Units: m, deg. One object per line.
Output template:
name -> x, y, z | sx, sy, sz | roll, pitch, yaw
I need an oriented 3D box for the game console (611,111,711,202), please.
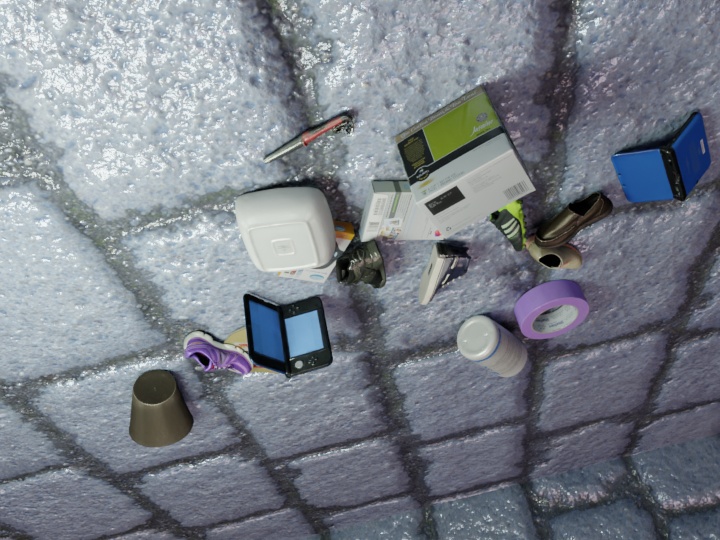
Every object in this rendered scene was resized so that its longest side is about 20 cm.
game console -> 0.689, -0.253, 1.520 | 0.171, 0.118, 0.200 | -51, 138, -3

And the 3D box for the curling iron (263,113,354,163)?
curling iron -> -0.098, -0.247, 1.277 | 0.199, 0.026, 0.050 | -22, 138, 12

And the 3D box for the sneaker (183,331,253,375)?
sneaker -> -0.373, 0.235, 1.731 | 0.199, 0.084, 0.081 | 28, 131, -29

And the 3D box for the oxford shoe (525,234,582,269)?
oxford shoe -> 0.499, -0.028, 1.696 | 0.199, 0.074, 0.071 | 15, 134, -31

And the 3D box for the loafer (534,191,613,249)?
loafer -> 0.496, -0.127, 1.583 | 0.199, 0.073, 0.071 | -35, 133, 12

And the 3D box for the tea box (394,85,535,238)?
tea box -> 0.196, -0.207, 1.278 | 0.199, 0.198, 0.134 | -28, 140, 19

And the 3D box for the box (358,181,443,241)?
box -> 0.107, -0.130, 1.476 | 0.199, 0.041, 0.156 | -2, 141, -13

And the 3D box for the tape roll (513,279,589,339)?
tape roll -> 0.542, 0.113, 1.895 | 0.199, 0.066, 0.201 | -9, 141, -7

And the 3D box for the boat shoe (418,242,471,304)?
boat shoe -> 0.210, 0.016, 1.660 | 0.092, 0.075, 0.201 | 5, 139, -11

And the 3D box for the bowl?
bowl -> -0.156, -0.072, 1.399 | 0.199, 0.075, 0.200 | -6, 135, 6

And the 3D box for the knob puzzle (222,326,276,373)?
knob puzzle -> -0.271, 0.202, 1.774 | 0.218, 0.031, 0.220 | 2, 136, 2

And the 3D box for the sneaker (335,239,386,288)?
sneaker -> 0.000, 0.000, 1.552 | 0.114, 0.077, 0.200 | -20, 161, 1

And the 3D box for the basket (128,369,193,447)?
basket -> -0.559, 0.376, 1.837 | 0.179, 0.136, 0.201 | -7, 138, -15

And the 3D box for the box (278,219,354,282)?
box -> -0.109, -0.038, 1.525 | 0.118, 0.042, 0.200 | 9, 135, -26

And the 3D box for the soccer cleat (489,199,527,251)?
soccer cleat -> 0.346, -0.114, 1.560 | 0.081, 0.068, 0.200 | -4, 144, 18

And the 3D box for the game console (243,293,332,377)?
game console -> -0.173, 0.138, 1.583 | 0.170, 0.201, 0.119 | -17, 143, 3

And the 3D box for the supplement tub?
supplement tub -> 0.381, 0.221, 1.925 | 0.132, 0.132, 0.200 | -34, 137, 24
